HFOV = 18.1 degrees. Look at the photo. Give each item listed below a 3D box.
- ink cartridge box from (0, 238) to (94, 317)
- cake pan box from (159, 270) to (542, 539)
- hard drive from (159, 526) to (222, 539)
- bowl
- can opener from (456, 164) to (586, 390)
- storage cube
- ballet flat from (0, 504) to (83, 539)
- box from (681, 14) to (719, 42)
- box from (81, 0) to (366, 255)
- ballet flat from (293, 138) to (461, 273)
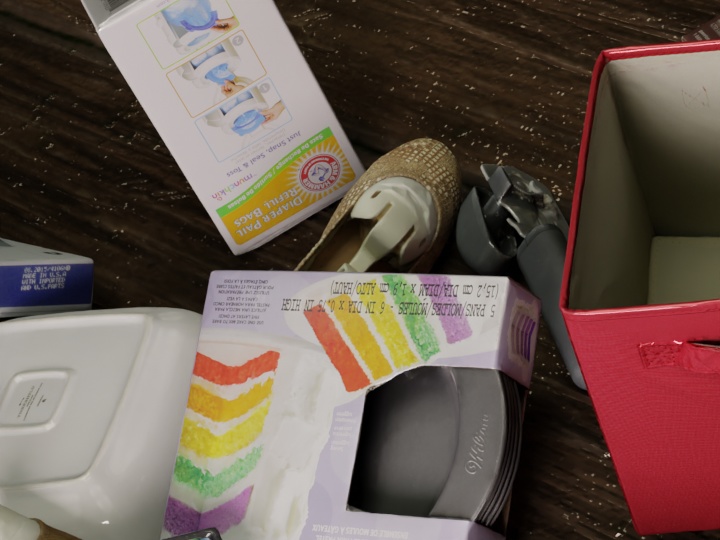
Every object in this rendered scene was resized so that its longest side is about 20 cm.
[{"bbox_3d":[-0.305,-0.002,1.424,0.200,0.199,0.041,9,97,40],"label":"ink cartridge box"},{"bbox_3d":[-0.004,0.093,1.202,0.200,0.052,0.185,3,76,31],"label":"cake pan box"},{"bbox_3d":[-0.109,0.225,1.100,0.139,0.038,0.200,-13,47,-13],"label":"hard drive"},{"bbox_3d":[-0.177,0.098,1.331,0.199,0.075,0.200,-4,46,27],"label":"bowl"},{"bbox_3d":[0.106,0.010,1.280,0.067,0.053,0.200,-52,34,25],"label":"can opener"},{"bbox_3d":[0.207,0.007,1.101,0.170,0.180,0.200,-4,46,19],"label":"storage cube"},{"bbox_3d":[-0.226,0.157,1.241,0.200,0.072,0.068,-8,28,35],"label":"ballet flat"},{"bbox_3d":[0.290,-0.130,1.259,0.200,0.100,0.075,-29,41,2],"label":"box"},{"bbox_3d":[-0.090,-0.127,1.405,0.101,0.200,0.113,-30,39,-1],"label":"box"},{"bbox_3d":[0.000,0.000,1.321,0.200,0.070,0.065,-54,5,-15],"label":"ballet flat"}]
